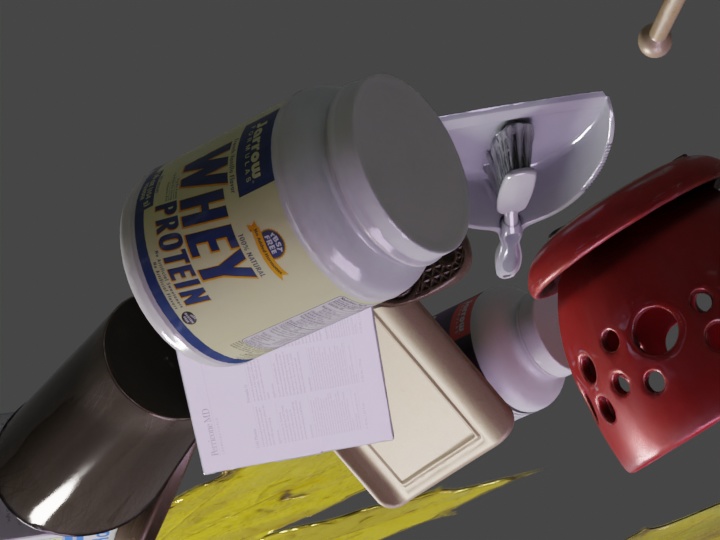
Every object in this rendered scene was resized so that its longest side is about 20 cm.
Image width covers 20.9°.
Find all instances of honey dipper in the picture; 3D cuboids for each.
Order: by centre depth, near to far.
[{"bbox_3d":[0.199,-0.178,1.183,0.038,0.038,0.200,-9,162,-5],"label":"honey dipper"}]

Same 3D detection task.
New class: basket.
[{"bbox_3d":[-0.193,0.113,1.604,0.180,0.136,0.200,-27,167,-38],"label":"basket"}]

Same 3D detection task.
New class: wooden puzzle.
[{"bbox_3d":[0.022,0.095,1.639,0.037,0.185,0.200,-41,180,-39],"label":"wooden puzzle"}]

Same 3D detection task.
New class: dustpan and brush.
[{"bbox_3d":[0.110,-0.053,1.422,0.138,0.058,0.200,-9,159,-4],"label":"dustpan and brush"}]

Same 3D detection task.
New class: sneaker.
[{"bbox_3d":[0.000,0.000,1.524,0.198,0.071,0.075,-13,176,21],"label":"sneaker"}]

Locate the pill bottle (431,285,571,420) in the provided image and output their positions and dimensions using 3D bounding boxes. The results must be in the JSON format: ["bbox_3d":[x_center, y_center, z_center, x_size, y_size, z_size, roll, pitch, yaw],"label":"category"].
[{"bbox_3d":[0.099,0.084,1.698,0.199,0.113,0.112,-28,153,37],"label":"pill bottle"}]

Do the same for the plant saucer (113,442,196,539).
[{"bbox_3d":[-0.191,0.208,1.808,0.029,0.201,0.200,24,156,1],"label":"plant saucer"}]

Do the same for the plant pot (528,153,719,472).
[{"bbox_3d":[0.240,0.026,1.473,0.199,0.183,0.201,-29,170,-6],"label":"plant pot"}]

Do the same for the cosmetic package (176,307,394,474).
[{"bbox_3d":[-0.063,0.047,1.456,0.149,0.052,0.201,-11,120,-3],"label":"cosmetic package"}]

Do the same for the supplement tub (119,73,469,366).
[{"bbox_3d":[-0.043,-0.033,1.279,0.199,0.146,0.144,-25,155,32],"label":"supplement tub"}]

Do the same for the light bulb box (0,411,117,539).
[{"bbox_3d":[-0.336,0.222,1.822,0.198,0.126,0.198,-6,158,-13],"label":"light bulb box"}]
